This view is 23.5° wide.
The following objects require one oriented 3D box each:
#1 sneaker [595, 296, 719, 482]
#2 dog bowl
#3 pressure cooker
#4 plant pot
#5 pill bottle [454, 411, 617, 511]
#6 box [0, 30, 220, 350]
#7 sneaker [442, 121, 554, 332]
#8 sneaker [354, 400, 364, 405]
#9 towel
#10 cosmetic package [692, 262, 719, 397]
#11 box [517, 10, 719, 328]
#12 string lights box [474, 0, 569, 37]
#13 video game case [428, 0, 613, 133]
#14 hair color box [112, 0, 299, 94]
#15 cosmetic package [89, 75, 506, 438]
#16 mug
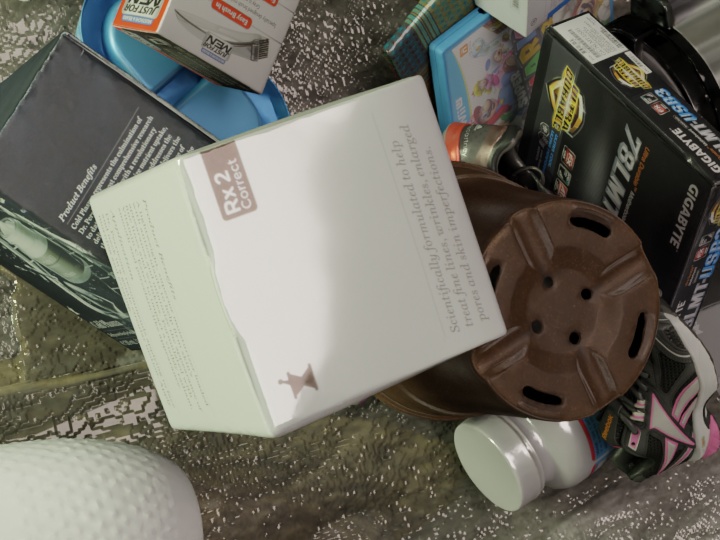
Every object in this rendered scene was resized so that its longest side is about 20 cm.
[{"bbox_3d":[0.219,0.098,1.316,0.086,0.080,0.201,-31,133,-9],"label":"sneaker"},{"bbox_3d":[-0.140,-0.141,1.328,0.111,0.049,0.200,-44,104,-26],"label":"dog bowl"},{"bbox_3d":[0.276,-0.145,1.460,0.199,0.179,0.177,-27,81,-25],"label":"pressure cooker"},{"bbox_3d":[0.102,0.021,1.250,0.198,0.198,0.203,-1,93,-21],"label":"plant pot"},{"bbox_3d":[0.176,0.107,1.419,0.199,0.109,0.109,-33,98,-24],"label":"pill bottle"},{"bbox_3d":[-0.182,-0.048,1.219,0.196,0.200,0.125,36,72,-17],"label":"box"},{"bbox_3d":[0.126,-0.028,1.398,0.077,0.081,0.201,-56,132,-49],"label":"sneaker"},{"bbox_3d":[0.000,0.000,1.371,0.088,0.081,0.202,22,73,-4],"label":"sneaker"},{"bbox_3d":[0.098,-0.218,1.395,0.022,0.147,0.200,36,82,27],"label":"towel"},{"bbox_3d":[0.348,0.024,1.458,0.091,0.106,0.200,60,30,-9],"label":"cosmetic package"},{"bbox_3d":[0.204,-0.066,1.359,0.049,0.201,0.199,-22,55,-25],"label":"box"},{"bbox_3d":[0.176,-0.283,1.353,0.059,0.103,0.200,37,63,26],"label":"string lights box"},{"bbox_3d":[0.138,-0.182,1.434,0.200,0.018,0.144,-39,143,-23],"label":"video game case"},{"bbox_3d":[-0.089,-0.245,1.266,0.111,0.064,0.202,27,82,-43],"label":"hair color box"},{"bbox_3d":[-0.044,-0.005,1.059,0.164,0.200,0.166,-22,96,-23],"label":"cosmetic package"},{"bbox_3d":[-0.210,0.214,1.223,0.174,0.147,0.202,-6,117,-32],"label":"mug"}]
